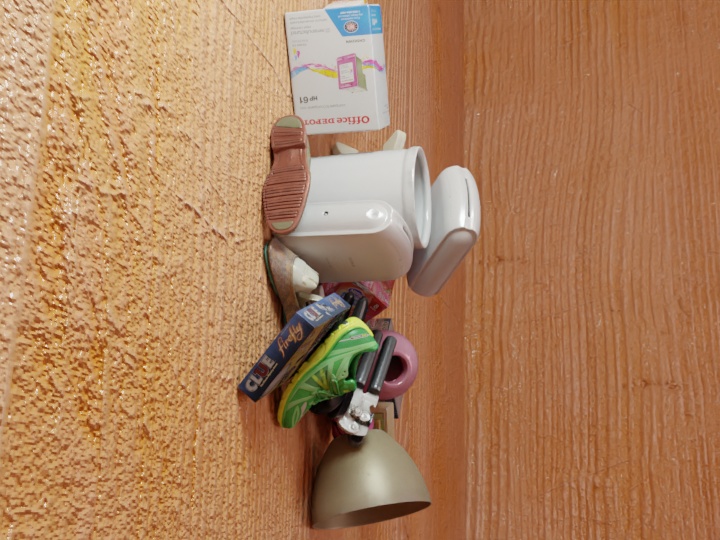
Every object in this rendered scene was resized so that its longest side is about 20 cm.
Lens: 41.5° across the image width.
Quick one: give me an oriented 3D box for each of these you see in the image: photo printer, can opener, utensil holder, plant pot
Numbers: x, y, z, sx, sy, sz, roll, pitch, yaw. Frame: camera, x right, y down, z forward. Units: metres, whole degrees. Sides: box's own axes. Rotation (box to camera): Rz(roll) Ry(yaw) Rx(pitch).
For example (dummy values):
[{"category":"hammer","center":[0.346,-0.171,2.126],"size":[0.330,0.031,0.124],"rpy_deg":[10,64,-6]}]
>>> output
[{"category":"photo printer","center":[-0.019,-0.042,1.471],"size":[0.167,0.199,0.070],"rpy_deg":[66,25,-59]},{"category":"can opener","center":[-0.037,0.131,1.483],"size":[0.079,0.063,0.201],"rpy_deg":[16,86,-68]},{"category":"utensil holder","center":[0.008,-0.118,1.595],"size":[0.170,0.199,0.171],"rpy_deg":[-1,90,-76]},{"category":"can opener","center":[0.008,0.189,1.564],"size":[0.067,0.052,0.200],"rpy_deg":[121,-9,-56]},{"category":"photo printer","center":[0.148,-0.075,1.700],"size":[0.200,0.069,0.167],"rpy_deg":[123,-24,-45]},{"category":"plant pot","center":[0.007,0.342,1.583],"size":[0.200,0.200,0.135],"rpy_deg":[55,21,-66]}]

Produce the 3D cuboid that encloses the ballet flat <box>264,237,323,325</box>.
[{"category":"ballet flat","center":[-0.091,0.033,1.442],"size":[0.068,0.067,0.201],"rpy_deg":[-76,159,-50]}]

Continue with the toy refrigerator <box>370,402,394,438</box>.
[{"category":"toy refrigerator","center":[0.026,0.364,1.868],"size":[0.070,0.076,0.201],"rpy_deg":[-10,98,-76]}]

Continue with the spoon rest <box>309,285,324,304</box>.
[{"category":"spoon rest","center":[-0.065,0.123,1.540],"size":[0.099,0.060,0.201],"rpy_deg":[81,12,-77]}]

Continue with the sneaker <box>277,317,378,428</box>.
[{"category":"sneaker","center":[-0.050,0.163,1.406],"size":[0.200,0.084,0.074],"rpy_deg":[-50,174,7]}]

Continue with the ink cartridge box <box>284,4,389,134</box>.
[{"category":"ink cartridge box","center":[-0.036,-0.326,1.555],"size":[0.085,0.144,0.201],"rpy_deg":[-52,138,-69]}]

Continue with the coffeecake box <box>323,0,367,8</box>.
[{"category":"coffeecake box","center":[-0.031,-0.402,1.739],"size":[0.200,0.073,0.154],"rpy_deg":[-64,149,-63]}]

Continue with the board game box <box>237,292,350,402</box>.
[{"category":"board game box","center":[-0.089,0.104,1.344],"size":[0.136,0.035,0.200],"rpy_deg":[-51,173,12]}]

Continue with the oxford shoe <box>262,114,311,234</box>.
[{"category":"oxford shoe","center":[-0.100,-0.133,1.424],"size":[0.074,0.070,0.201],"rpy_deg":[69,23,-60]}]

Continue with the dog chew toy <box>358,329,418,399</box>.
[{"category":"dog chew toy","center":[0.024,0.162,1.734],"size":[0.200,0.124,0.125],"rpy_deg":[-164,-111,-69]}]

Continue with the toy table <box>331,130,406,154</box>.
[{"category":"toy table","center":[0.027,-0.162,1.781],"size":[0.184,0.200,0.117],"rpy_deg":[30,40,-35]}]

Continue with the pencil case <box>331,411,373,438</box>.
[{"category":"pencil case","center":[-0.032,0.227,1.631],"size":[0.200,0.090,0.094],"rpy_deg":[69,33,-48]}]

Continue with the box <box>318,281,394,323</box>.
[{"category":"box","center":[0.000,0.000,1.688],"size":[0.095,0.100,0.200],"rpy_deg":[42,33,-19]}]

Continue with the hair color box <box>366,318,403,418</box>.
[{"category":"hair color box","center":[0.045,0.207,1.998],"size":[0.100,0.060,0.201],"rpy_deg":[-75,159,-51]}]
